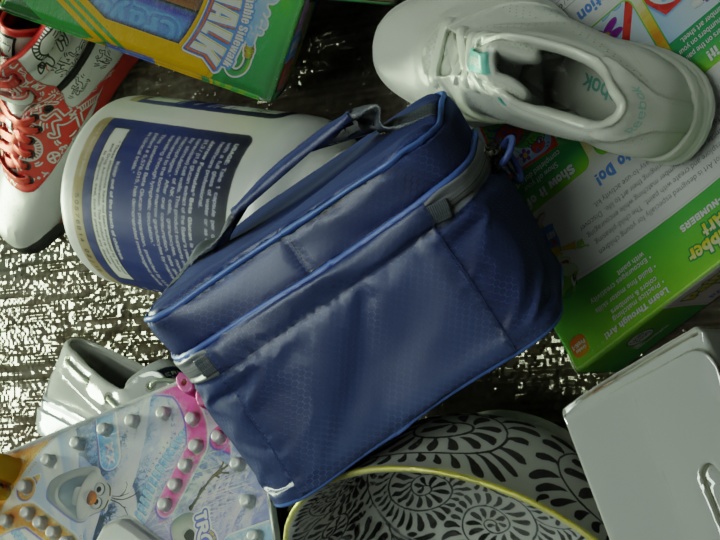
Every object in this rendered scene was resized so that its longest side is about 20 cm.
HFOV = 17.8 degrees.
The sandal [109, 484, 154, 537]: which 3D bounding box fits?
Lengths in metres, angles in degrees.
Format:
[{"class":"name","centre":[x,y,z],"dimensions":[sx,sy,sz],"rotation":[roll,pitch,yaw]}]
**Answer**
[{"class":"sandal","centre":[-0.128,0.165,1.332],"dimensions":[0.207,0.059,0.080],"rotation":[-38,67,65]}]

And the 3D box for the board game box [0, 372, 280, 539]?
[{"class":"board game box","centre":[-0.130,0.165,1.211],"dimensions":[0.199,0.026,0.201],"rotation":[-23,62,27]}]

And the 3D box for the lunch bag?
[{"class":"lunch bag","centre":[0.000,0.000,1.116],"dimensions":[0.200,0.136,0.133],"rotation":[-35,99,11]}]

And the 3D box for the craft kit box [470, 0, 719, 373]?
[{"class":"craft kit box","centre":[0.145,-0.083,1.157],"dimensions":[0.200,0.048,0.198],"rotation":[-39,63,31]}]

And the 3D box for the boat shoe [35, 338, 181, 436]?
[{"class":"boat shoe","centre":[-0.120,0.085,1.341],"dimensions":[0.199,0.073,0.067],"rotation":[14,98,38]}]

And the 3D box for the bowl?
[{"class":"bowl","centre":[0.070,0.134,1.156],"dimensions":[0.200,0.094,0.201],"rotation":[16,138,14]}]

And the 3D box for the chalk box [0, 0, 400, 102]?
[{"class":"chalk box","centre":[-0.077,-0.168,1.257],"dimensions":[0.199,0.124,0.124],"rotation":[20,96,0]}]

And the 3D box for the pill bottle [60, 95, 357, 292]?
[{"class":"pill bottle","centre":[-0.062,-0.034,1.275],"dimensions":[0.199,0.111,0.112],"rotation":[10,94,39]}]

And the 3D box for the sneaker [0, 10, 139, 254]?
[{"class":"sneaker","centre":[-0.203,-0.102,1.392],"dimensions":[0.067,0.108,0.202],"rotation":[43,114,31]}]

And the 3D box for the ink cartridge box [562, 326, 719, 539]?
[{"class":"ink cartridge box","centre":[0.192,0.107,1.012],"dimensions":[0.083,0.199,0.146],"rotation":[-32,70,33]}]

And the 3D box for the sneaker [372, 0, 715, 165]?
[{"class":"sneaker","centre":[0.073,-0.102,1.133],"dimensions":[0.199,0.088,0.076],"rotation":[17,100,38]}]

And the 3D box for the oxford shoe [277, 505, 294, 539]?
[{"class":"oxford shoe","centre":[-0.007,0.143,1.253],"dimensions":[0.084,0.073,0.201],"rotation":[-14,81,32]}]
